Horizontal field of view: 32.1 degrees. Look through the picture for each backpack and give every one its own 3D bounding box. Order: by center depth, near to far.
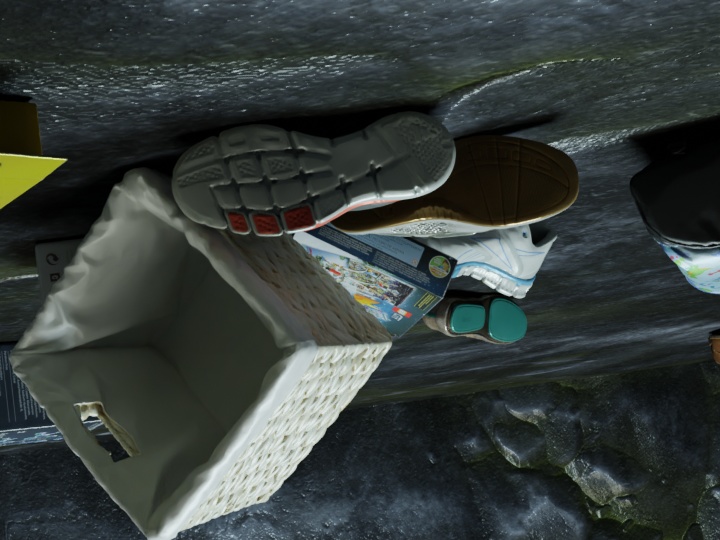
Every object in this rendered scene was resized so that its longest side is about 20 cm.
[{"bbox_3d":[0.334,-0.052,1.113,0.162,0.155,0.200,-19,180,13],"label":"backpack"}]

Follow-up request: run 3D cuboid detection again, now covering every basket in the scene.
[{"bbox_3d":[-0.117,0.058,0.948,0.200,0.198,0.160,-53,158,19],"label":"basket"}]

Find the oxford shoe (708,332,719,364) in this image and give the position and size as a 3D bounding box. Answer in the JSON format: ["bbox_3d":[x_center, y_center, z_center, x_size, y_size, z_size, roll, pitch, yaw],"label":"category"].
[{"bbox_3d":[0.797,0.168,2.718,0.071,0.072,0.200,-10,167,12],"label":"oxford shoe"}]

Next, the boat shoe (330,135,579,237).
[{"bbox_3d":[0.074,-0.062,0.987,0.198,0.071,0.069,-3,172,14],"label":"boat shoe"}]

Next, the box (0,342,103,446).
[{"bbox_3d":[-0.422,0.153,1.535,0.199,0.108,0.148,-3,167,-31],"label":"box"}]

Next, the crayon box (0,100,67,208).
[{"bbox_3d":[-0.275,-0.059,0.744,0.126,0.051,0.199,0,166,-41],"label":"crayon box"}]

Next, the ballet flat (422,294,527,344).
[{"bbox_3d":[0.152,0.061,1.703,0.067,0.069,0.199,7,176,39],"label":"ballet flat"}]

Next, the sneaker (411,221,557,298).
[{"bbox_3d":[0.109,-0.039,1.170,0.199,0.075,0.087,12,124,-44],"label":"sneaker"}]

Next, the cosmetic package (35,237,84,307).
[{"bbox_3d":[-0.180,0.009,1.111,0.198,0.072,0.101,-8,169,-10],"label":"cosmetic package"}]

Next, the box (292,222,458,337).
[{"bbox_3d":[0.000,0.000,1.132,0.136,0.038,0.200,25,165,-3],"label":"box"}]

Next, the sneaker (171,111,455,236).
[{"bbox_3d":[-0.034,-0.061,0.884,0.198,0.078,0.082,-7,175,-11],"label":"sneaker"}]
